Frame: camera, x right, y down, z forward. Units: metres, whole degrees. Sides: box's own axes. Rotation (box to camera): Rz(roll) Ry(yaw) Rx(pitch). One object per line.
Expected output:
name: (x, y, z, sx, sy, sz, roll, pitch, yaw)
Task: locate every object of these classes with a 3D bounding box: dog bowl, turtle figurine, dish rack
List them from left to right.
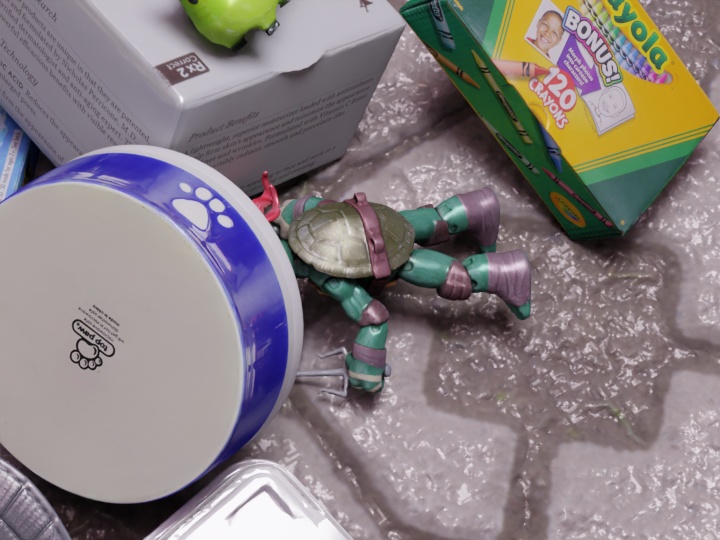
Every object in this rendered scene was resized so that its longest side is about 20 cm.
dog bowl: (-0.139, 0.032, 1.390, 0.199, 0.201, 0.079, 31, 27, 13)
dish rack: (-0.071, 0.216, 1.371, 0.200, 0.044, 0.172, -40, 79, -23)
turtle figurine: (0.000, 0.000, 1.484, 0.199, 0.101, 0.150, -8, 61, -14)

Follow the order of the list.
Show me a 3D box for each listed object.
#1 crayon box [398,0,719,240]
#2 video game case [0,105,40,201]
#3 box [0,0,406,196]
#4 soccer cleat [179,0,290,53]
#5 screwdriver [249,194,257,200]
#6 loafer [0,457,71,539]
crayon box: (0.131, -0.133, 1.527, 0.119, 0.058, 0.200, -48, 110, -25)
video game case: (-0.305, -0.071, 1.528, 0.180, 0.046, 0.201, 9, 61, 3)
box: (-0.118, -0.151, 1.502, 0.198, 0.131, 0.200, -25, 63, -41)
soccer cleat: (-0.064, -0.215, 1.434, 0.081, 0.067, 0.200, 49, 37, -24)
screwdriver: (-0.145, -0.002, 1.508, 0.200, 0.028, 0.029, -35, 97, -24)
loafer: (-0.242, 0.132, 1.409, 0.200, 0.063, 0.072, 41, 84, -1)
